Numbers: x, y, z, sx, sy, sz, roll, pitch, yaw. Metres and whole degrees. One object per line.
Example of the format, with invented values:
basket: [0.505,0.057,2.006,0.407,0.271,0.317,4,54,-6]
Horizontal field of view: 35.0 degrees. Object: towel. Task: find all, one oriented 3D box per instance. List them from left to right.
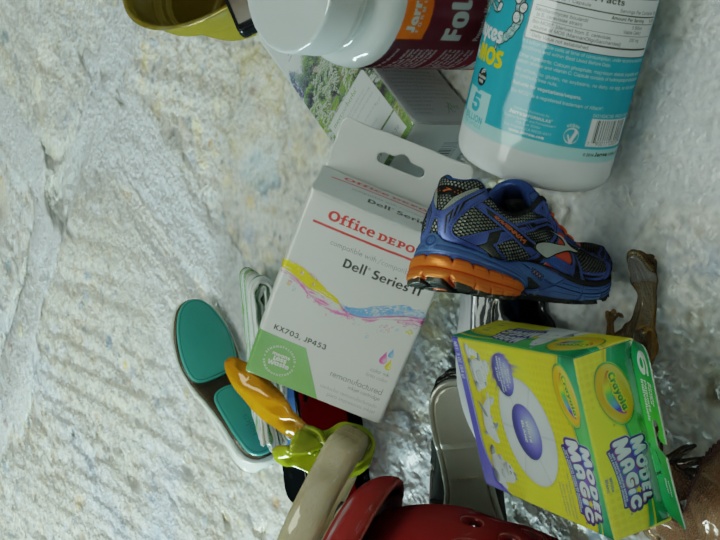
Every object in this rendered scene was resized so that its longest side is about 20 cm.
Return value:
towel: [-0.088,0.072,1.040,0.200,0.030,0.150,-158,64,-81]

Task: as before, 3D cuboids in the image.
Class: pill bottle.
pill bottle: [0.025,-0.203,0.821,0.114,0.199,0.115,10,104,47]
pill bottle: [0.138,-0.163,0.766,0.111,0.110,0.201,31,118,42]

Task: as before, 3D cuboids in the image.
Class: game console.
game console: [-0.061,0.131,1.033,0.172,0.118,0.202,-5,92,49]

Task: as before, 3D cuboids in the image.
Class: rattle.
rattle: [-0.082,0.192,0.874,0.201,0.142,0.130,-63,8,7]

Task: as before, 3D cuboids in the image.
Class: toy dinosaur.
toy dinosaur: [0.181,0.088,0.797,0.060,0.106,0.201,20,111,12]
toy dinosaur: [0.237,0.142,0.725,0.200,0.085,0.136,-50,52,34]

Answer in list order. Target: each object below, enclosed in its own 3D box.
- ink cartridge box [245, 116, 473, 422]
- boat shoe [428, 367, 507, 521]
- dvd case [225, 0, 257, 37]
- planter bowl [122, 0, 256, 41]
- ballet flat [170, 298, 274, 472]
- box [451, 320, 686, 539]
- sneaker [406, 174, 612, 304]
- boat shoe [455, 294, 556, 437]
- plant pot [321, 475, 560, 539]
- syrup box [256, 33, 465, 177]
ink cartridge box: [0.000,0.000,0.863,0.116,0.067,0.201,21,112,-1]
boat shoe: [0.088,0.176,0.928,0.066,0.057,0.202,0,101,13]
dvd case: [-0.034,-0.292,0.923,0.199,0.018,0.143,-26,72,6]
planter bowl: [-0.111,-0.270,1.028,0.199,0.083,0.202,-17,53,23]
ballet flat: [-0.146,0.124,1.179,0.201,0.069,0.070,58,134,24]
box: [0.131,0.099,0.737,0.200,0.048,0.118,1,106,68]
sneaker: [0.111,-0.019,0.756,0.075,0.199,0.079,7,91,38]
boat shoe: [0.118,0.040,0.859,0.066,0.070,0.202,-4,86,50]
plant pot: [0.049,0.264,0.823,0.181,0.200,0.202,21,114,14]
syrup box: [0.002,-0.160,0.944,0.201,0.081,0.079,56,131,27]
